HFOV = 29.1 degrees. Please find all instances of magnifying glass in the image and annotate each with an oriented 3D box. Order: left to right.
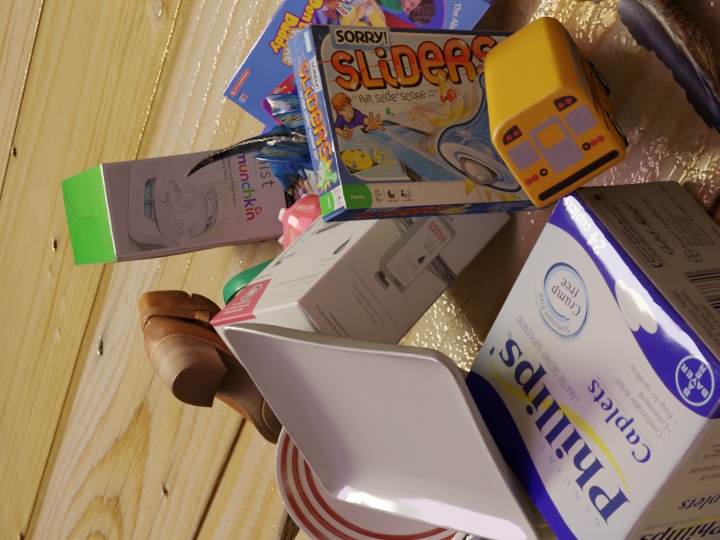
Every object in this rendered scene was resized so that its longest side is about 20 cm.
[{"bbox_3d":[-0.060,-0.007,1.323,0.200,0.080,0.022,-36,56,42],"label":"magnifying glass"}]

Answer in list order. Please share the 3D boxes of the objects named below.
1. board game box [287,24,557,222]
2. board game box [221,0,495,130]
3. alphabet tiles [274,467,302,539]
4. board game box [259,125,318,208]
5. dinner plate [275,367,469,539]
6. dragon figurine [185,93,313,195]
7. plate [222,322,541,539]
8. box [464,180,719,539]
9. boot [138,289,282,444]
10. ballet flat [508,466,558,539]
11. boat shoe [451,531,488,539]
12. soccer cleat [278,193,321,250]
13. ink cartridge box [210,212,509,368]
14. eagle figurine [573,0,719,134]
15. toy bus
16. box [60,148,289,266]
[{"bbox_3d":[0.051,-0.108,1.009,0.034,0.200,0.135,-26,73,54],"label":"board game box"},{"bbox_3d":[-0.002,-0.182,1.111,0.134,0.045,0.200,37,120,-4],"label":"board game box"},{"bbox_3d":[-0.035,0.161,1.225,0.006,0.200,0.167,20,121,8],"label":"alphabet tiles"},{"bbox_3d":[-0.029,-0.132,1.287,0.200,0.029,0.135,-56,50,44],"label":"board game box"},{"bbox_3d":[0.032,0.153,1.108,0.024,0.200,0.200,-93,13,-66],"label":"dinner plate"},{"bbox_3d":[-0.045,-0.100,1.073,0.099,0.200,0.059,58,-139,-71],"label":"dragon figurine"},{"bbox_3d":[0.021,0.109,0.982,0.200,0.032,0.200,7,138,39],"label":"plate"},{"bbox_3d":[0.182,0.073,0.920,0.184,0.105,0.200,57,138,37],"label":"box"},{"bbox_3d":[-0.119,0.089,1.328,0.077,0.200,0.155,-65,31,18],"label":"boot"},{"bbox_3d":[0.152,0.230,0.997,0.069,0.069,0.200,-19,92,56],"label":"ballet flat"},{"bbox_3d":[0.108,0.219,1.082,0.062,0.075,0.200,37,113,23],"label":"boat shoe"},{"bbox_3d":[-0.032,0.021,1.257,0.076,0.067,0.200,27,135,32],"label":"soccer cleat"},{"bbox_3d":[0.000,0.000,1.093,0.083,0.200,0.146,52,150,-15],"label":"ink cartridge box"},{"bbox_3d":[0.187,-0.192,0.886,0.200,0.151,0.152,27,165,21],"label":"eagle figurine"},{"bbox_3d":[0.125,-0.109,0.915,0.065,0.078,0.200,-32,19,17],"label":"toy bus"},{"bbox_3d":[-0.185,-0.061,1.372,0.200,0.176,0.097,177,83,-68],"label":"box"}]
